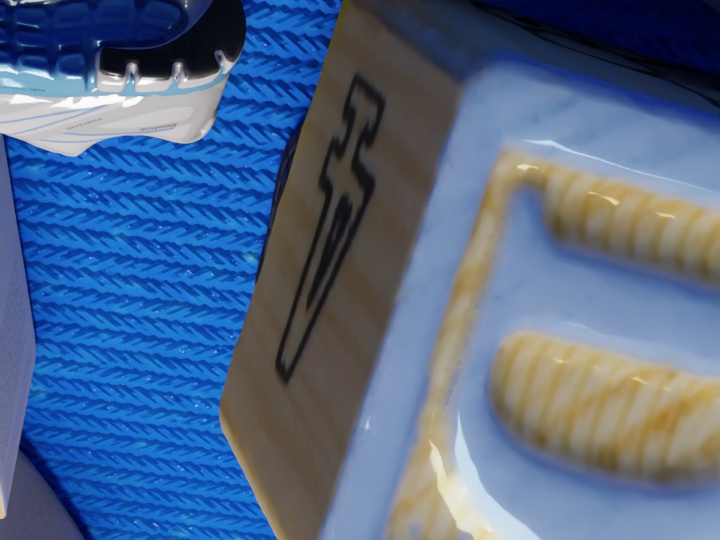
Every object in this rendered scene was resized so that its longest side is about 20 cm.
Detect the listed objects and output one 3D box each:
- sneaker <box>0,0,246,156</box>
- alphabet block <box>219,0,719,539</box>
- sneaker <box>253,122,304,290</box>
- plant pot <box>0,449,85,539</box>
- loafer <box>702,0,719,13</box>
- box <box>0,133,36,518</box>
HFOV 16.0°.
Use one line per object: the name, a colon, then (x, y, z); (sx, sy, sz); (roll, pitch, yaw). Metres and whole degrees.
sneaker: (-0.146, -0.078, 1.010); (0.198, 0.075, 0.087); (7, 148, -2)
alphabet block: (0.074, 0.020, 0.925); (0.194, 0.200, 0.198); (17, 100, -15)
sneaker: (0.000, 0.000, 1.093); (0.082, 0.074, 0.200); (5, 148, -7)
plant pot: (-0.253, 0.160, 1.243); (0.198, 0.201, 0.178); (0, 134, 8)
loafer: (0.177, -0.108, 0.922); (0.199, 0.076, 0.070); (28, 142, -26)
box: (-0.216, 0.012, 1.110); (0.123, 0.098, 0.201); (3, 142, 3)
